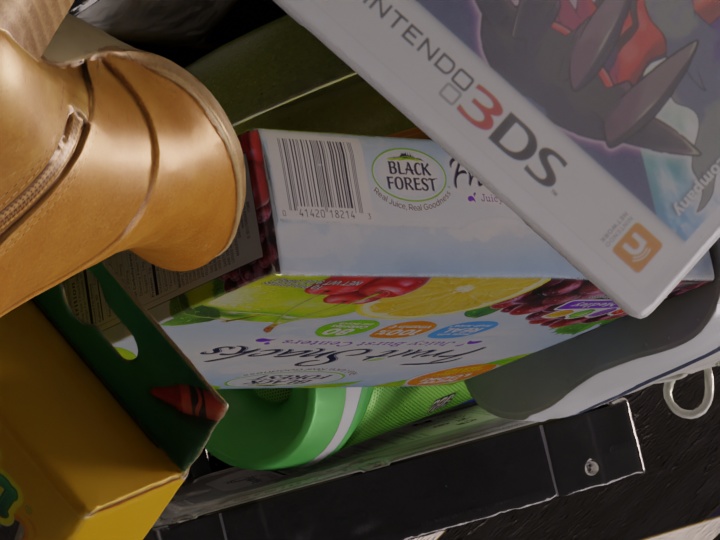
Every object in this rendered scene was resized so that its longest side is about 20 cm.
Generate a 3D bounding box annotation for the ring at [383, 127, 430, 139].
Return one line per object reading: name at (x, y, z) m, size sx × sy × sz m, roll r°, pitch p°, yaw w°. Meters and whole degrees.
ring at (0.049, -0.030, 1.065) m, size 0.200 × 0.019 × 0.200 m, roll -11°, pitch 169°, yaw -2°

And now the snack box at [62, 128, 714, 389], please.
snack box at (0.000, 0.000, 0.978) m, size 0.200 × 0.053 × 0.142 m, roll 1°, pitch 164°, yaw -41°

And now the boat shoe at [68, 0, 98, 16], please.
boat shoe at (-0.041, -0.116, 0.785) m, size 0.200 × 0.062 × 0.075 m, roll -40°, pitch 165°, yaw 1°

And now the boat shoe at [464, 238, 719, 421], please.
boat shoe at (0.115, 0.015, 1.093) m, size 0.086 × 0.075 × 0.202 m, roll 6°, pitch 164°, yaw -27°

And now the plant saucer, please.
plant saucer at (0.005, -0.067, 0.957) m, size 0.199 × 0.031 × 0.200 m, roll -20°, pitch 176°, yaw -2°

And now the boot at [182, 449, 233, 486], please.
boot at (-0.066, 0.148, 1.359) m, size 0.162 × 0.073 × 0.198 m, roll -44°, pitch 159°, yaw 9°

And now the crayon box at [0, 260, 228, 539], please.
crayon box at (-0.137, 0.067, 0.913) m, size 0.051 × 0.127 × 0.200 m, roll -20°, pitch 152°, yaw -50°

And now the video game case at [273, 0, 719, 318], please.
video game case at (0.082, -0.117, 0.842) m, size 0.200 × 0.182 × 0.023 m, roll -49°, pitch -167°, yaw 4°

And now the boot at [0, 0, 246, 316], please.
boot at (-0.100, -0.007, 0.716) m, size 0.144 × 0.071 × 0.201 m, roll -58°, pitch 159°, yaw -18°

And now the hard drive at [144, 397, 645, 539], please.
hard drive at (0.003, 0.090, 1.194) m, size 0.199 × 0.038 × 0.140 m, roll -16°, pitch -178°, yaw -10°

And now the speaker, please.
speaker at (0.010, 0.025, 1.200) m, size 0.200 × 0.088 × 0.089 m, roll -17°, pitch 150°, yaw -54°
